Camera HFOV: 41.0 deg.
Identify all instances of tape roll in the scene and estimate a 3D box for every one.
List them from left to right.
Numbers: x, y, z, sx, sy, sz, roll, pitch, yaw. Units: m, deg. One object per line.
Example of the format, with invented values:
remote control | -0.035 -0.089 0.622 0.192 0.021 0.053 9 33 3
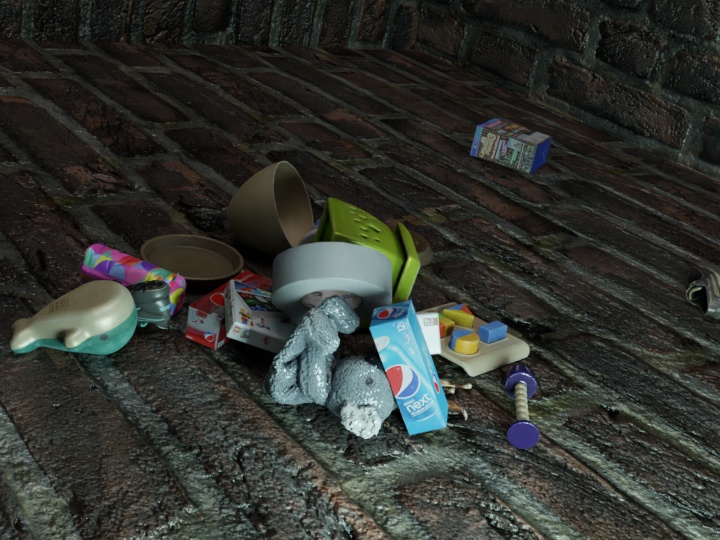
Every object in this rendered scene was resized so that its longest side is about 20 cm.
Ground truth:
tape roll | -0.047 0.022 1.599 0.200 0.200 0.066 5 67 -14

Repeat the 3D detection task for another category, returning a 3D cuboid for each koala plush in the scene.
koala plush | -0.031 0.172 1.505 0.200 0.184 0.177 37 15 4

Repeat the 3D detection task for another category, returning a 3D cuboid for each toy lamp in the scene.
toy lamp | 0.271 0.223 1.617 0.058 0.058 0.200 13 27 2

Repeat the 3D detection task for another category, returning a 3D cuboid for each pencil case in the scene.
pencil case | -0.407 0.017 1.721 0.200 0.088 0.088 19 25 21

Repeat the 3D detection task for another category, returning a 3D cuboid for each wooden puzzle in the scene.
wooden puzzle | 0.196 0.116 1.823 0.185 0.046 0.200 -12 34 -42

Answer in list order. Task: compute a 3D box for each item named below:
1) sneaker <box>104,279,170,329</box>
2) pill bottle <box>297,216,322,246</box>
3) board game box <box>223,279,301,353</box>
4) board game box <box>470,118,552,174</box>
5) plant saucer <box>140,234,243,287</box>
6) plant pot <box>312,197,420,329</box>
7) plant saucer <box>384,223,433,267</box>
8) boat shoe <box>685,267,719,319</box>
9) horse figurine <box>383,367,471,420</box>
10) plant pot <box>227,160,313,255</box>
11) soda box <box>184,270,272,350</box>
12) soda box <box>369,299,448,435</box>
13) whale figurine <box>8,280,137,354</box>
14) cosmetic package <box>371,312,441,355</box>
sneaker | -0.408 0.062 1.645 0.200 0.079 0.075 1 23 29
pill bottle | -0.055 -0.060 2.012 0.112 0.112 0.200 16 23 9
board game box | -0.136 0.094 1.648 0.200 0.035 0.126 21 28 -22
board game box | 0.466 -0.386 2.975 0.200 0.097 0.159 22 26 22
plant saucer | -0.329 -0.017 1.878 0.200 0.029 0.200 10 24 -4
plant pot | 0.000 0.000 1.818 0.181 0.199 0.200 14 23 -12
plant saucer | 0.070 -0.060 2.171 0.200 0.029 0.200 10 25 -5
boat shoe | 0.791 0.046 2.213 0.073 0.075 0.200 8 23 -9
horse figurine | 0.099 0.185 1.627 0.132 0.050 0.200 1 23 -40
plant pot | -0.198 -0.116 2.013 0.134 0.200 0.200 -12 19 17
soda box | -0.230 0.067 1.715 0.070 0.063 0.200 21 25 17
soda box | 0.077 0.152 1.501 0.064 0.200 0.068 -15 21 15
whale figurine | -0.456 0.094 1.545 0.200 0.104 0.159 -19 32 -7
cosmetic package | 0.075 0.108 1.639 0.102 0.074 0.200 -5 -1 -2
